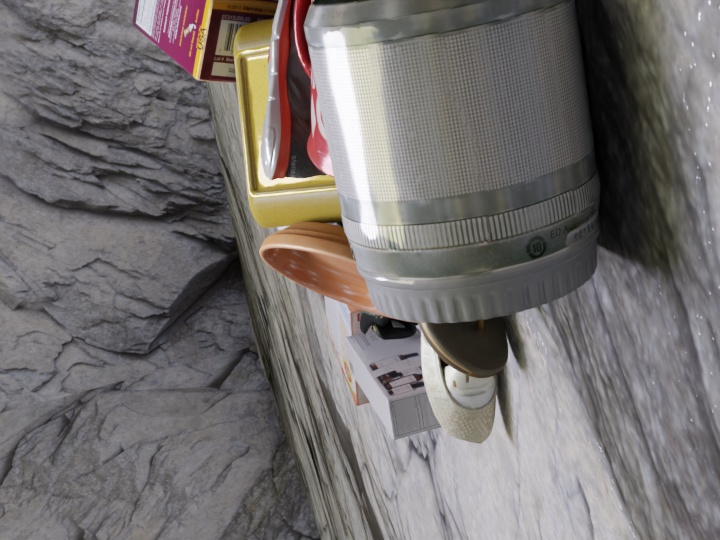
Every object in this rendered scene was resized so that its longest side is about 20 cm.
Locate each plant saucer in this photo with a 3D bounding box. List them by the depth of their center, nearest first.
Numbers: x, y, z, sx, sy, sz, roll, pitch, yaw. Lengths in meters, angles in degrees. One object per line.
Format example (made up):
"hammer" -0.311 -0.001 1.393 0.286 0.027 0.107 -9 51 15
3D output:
"plant saucer" -0.044 -0.143 1.150 0.199 0.048 0.202 -3 95 36
"plant saucer" 0.000 0.000 1.206 0.200 0.199 0.038 124 165 -77

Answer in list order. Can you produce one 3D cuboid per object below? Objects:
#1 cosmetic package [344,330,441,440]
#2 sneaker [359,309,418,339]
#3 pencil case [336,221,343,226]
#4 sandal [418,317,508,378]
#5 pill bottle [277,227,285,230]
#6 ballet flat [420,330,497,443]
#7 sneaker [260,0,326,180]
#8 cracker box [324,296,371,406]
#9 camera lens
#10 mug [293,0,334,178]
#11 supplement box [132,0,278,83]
"cosmetic package" 0.045 0.114 1.342 0.200 0.082 0.051 -132 32 -69
"sneaker" 0.013 0.012 1.392 0.199 0.076 0.115 -141 44 -66
"pencil case" -0.028 -0.115 1.222 0.200 0.088 0.089 47 159 21
"sandal" 0.082 -0.010 1.017 0.054 0.080 0.202 -13 86 59
"pill bottle" -0.083 -0.144 1.615 0.112 0.111 0.201 -117 17 -52
"ballet flat" 0.086 0.061 1.092 0.062 0.067 0.202 180 76 -70
"sneaker" -0.040 -0.175 1.084 0.077 0.081 0.202 156 119 -82
"cracker box" -0.005 0.063 1.626 0.201 0.057 0.134 86 166 -49
"camera lens" 0.058 -0.088 0.743 0.160 0.159 0.202 -134 31 -71
"mug" 0.002 -0.186 0.942 0.134 0.176 0.201 -50 -33 -46
"supplement box" -0.154 -0.267 1.309 0.200 0.110 0.086 42 124 50
